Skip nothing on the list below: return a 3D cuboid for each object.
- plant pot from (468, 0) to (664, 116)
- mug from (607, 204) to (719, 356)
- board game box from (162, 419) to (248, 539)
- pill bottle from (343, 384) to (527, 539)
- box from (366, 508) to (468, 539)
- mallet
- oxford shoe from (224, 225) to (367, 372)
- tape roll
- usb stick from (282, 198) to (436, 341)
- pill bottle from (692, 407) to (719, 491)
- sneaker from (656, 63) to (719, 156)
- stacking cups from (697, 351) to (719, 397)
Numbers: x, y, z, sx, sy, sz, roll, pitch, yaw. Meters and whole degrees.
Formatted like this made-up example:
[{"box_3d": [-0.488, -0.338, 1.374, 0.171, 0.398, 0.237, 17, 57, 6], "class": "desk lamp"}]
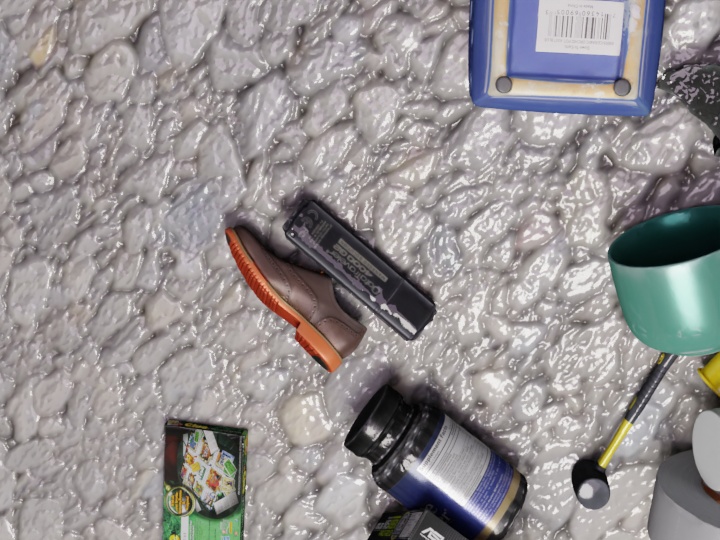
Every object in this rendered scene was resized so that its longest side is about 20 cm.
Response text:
[{"box_3d": [0.199, -0.247, 1.091, 0.196, 0.180, 0.204, 4, 107, 8], "class": "plant pot"}, {"box_3d": [0.354, 0.012, 1.160, 0.182, 0.152, 0.116, -15, 108, 13], "class": "mug"}, {"box_3d": [-0.193, 0.286, 1.402, 0.103, 0.023, 0.204, 6, 107, 5], "class": "board game box"}, {"box_3d": [0.083, 0.223, 1.291, 0.199, 0.112, 0.112, 37, 109, -3], "class": "pill bottle"}, {"box_3d": [0.099, 0.335, 1.286, 0.159, 0.200, 0.045, 36, 72, -2], "class": "box"}, {"box_3d": [0.296, 0.178, 1.267, 0.041, 0.066, 0.202, 28, 109, -2], "class": "mallet"}, {"box_3d": [-0.075, 0.018, 1.289, 0.072, 0.071, 0.201, -41, 92, -13], "class": "oxford shoe"}, {"box_3d": [0.408, 0.264, 1.204, 0.196, 0.201, 0.067, 8, 108, 6], "class": "tape roll"}, {"box_3d": [0.000, 0.000, 1.273, 0.199, 0.033, 0.056, 40, 86, -5], "class": "usb stick"}, {"box_3d": [0.454, 0.177, 1.184, 0.196, 0.111, 0.113, -4, 108, -13], "class": "pill bottle"}, {"box_3d": [0.401, -0.145, 1.156, 0.104, 0.060, 0.201, -39, 93, 18], "class": "sneaker"}, {"box_3d": [0.445, 0.053, 1.210, 0.060, 0.061, 0.201, 36, 107, -3], "class": "stacking cups"}]
